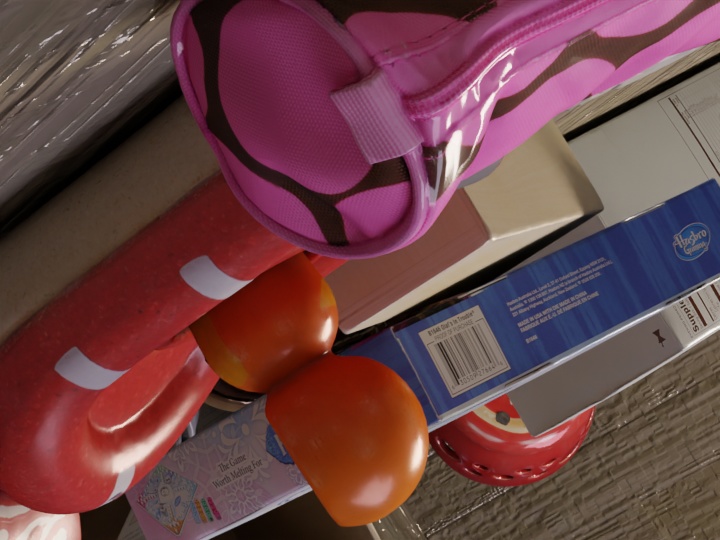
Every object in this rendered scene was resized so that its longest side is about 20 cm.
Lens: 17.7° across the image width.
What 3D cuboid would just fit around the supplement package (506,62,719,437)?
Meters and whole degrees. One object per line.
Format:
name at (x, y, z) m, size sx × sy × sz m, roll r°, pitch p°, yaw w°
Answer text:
supplement package at (0.188, -0.021, 1.496) m, size 0.200 × 0.147 × 0.191 m, roll -28°, pitch 174°, yaw -33°

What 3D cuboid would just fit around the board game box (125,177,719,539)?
board game box at (0.031, 0.042, 0.954) m, size 0.200 × 0.043 × 0.199 m, roll -23°, pitch 173°, yaw -42°

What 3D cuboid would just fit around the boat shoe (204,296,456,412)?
boat shoe at (0.000, 0.000, 1.066) m, size 0.200 × 0.070 × 0.070 m, roll -29°, pitch 167°, yaw -41°

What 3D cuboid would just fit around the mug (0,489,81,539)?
mug at (-0.195, 0.119, 0.716) m, size 0.178 × 0.133 × 0.200 m, roll -49°, pitch 171°, yaw 28°

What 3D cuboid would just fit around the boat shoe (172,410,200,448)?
boat shoe at (-0.110, 0.071, 1.097) m, size 0.073 × 0.065 × 0.200 m, roll -33°, pitch 174°, yaw 16°

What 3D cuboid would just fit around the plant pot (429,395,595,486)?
plant pot at (0.163, 0.126, 2.540) m, size 0.200 × 0.201 × 0.183 m, roll -31°, pitch 167°, yaw -6°

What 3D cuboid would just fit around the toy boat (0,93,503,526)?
toy boat at (-0.028, 0.019, 0.702) m, size 0.200 × 0.131 × 0.130 m, roll -36°, pitch 173°, yaw 28°

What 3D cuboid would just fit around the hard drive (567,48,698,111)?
hard drive at (0.162, -0.135, 0.887) m, size 0.140 × 0.038 × 0.200 m, roll -28°, pitch 173°, yaw -39°

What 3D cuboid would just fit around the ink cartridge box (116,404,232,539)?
ink cartridge box at (-0.037, 0.068, 1.155) m, size 0.161 × 0.050 × 0.200 m, roll -35°, pitch -157°, yaw 38°

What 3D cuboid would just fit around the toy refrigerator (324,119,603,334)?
toy refrigerator at (0.026, -0.032, 0.862) m, size 0.070 × 0.076 × 0.200 m, roll -32°, pitch 175°, yaw 16°

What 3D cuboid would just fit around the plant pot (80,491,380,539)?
plant pot at (-0.121, 0.176, 1.460) m, size 0.199 × 0.200 × 0.177 m, roll -29°, pitch -173°, yaw -21°

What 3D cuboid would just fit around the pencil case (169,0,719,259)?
pencil case at (0.056, -0.075, 0.572) m, size 0.200 × 0.091 × 0.094 m, roll -31°, pitch -150°, yaw -26°
